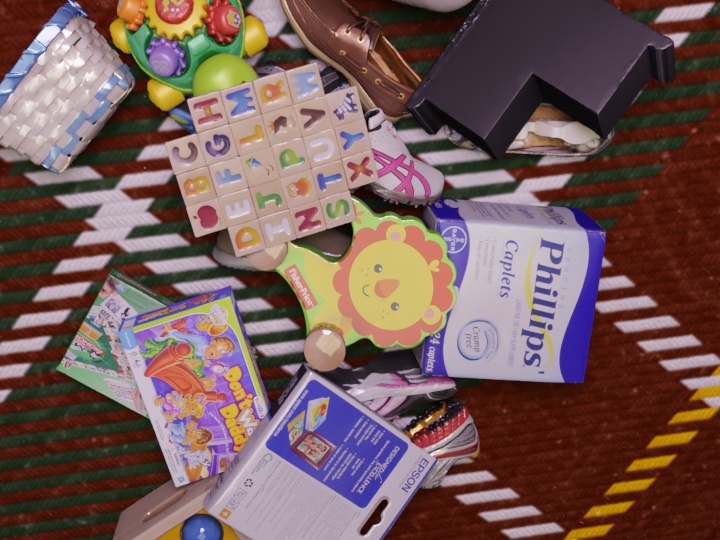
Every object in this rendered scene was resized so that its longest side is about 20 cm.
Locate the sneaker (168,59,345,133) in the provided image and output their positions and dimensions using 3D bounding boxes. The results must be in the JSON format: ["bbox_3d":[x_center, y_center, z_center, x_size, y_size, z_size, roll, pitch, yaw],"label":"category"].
[{"bbox_3d":[-0.112,-0.186,1.033,0.196,0.071,0.084,-6,84,-1],"label":"sneaker"}]

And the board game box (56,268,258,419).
[{"bbox_3d":[-0.240,0.106,1.113,0.198,0.029,0.136,31,101,-13],"label":"board game box"}]

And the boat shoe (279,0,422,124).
[{"bbox_3d":[-0.004,-0.248,1.006,0.200,0.072,0.067,46,142,-19],"label":"boat shoe"}]

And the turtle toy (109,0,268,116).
[{"bbox_3d":[-0.169,-0.235,0.959,0.145,0.101,0.201,-34,83,-3],"label":"turtle toy"}]

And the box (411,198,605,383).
[{"bbox_3d":[0.167,0.022,1.092,0.196,0.105,0.187,3,106,-7],"label":"box"}]

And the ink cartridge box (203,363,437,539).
[{"bbox_3d":[-0.044,0.241,1.081,0.199,0.047,0.199,37,90,-22],"label":"ink cartridge box"}]

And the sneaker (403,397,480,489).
[{"bbox_3d":[0.062,0.246,1.158,0.198,0.078,0.083,-32,108,4],"label":"sneaker"}]

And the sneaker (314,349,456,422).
[{"bbox_3d":[0.020,0.158,1.140,0.196,0.081,0.088,-7,118,5],"label":"sneaker"}]

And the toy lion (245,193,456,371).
[{"bbox_3d":[0.000,0.000,1.008,0.190,0.069,0.202,-30,99,6],"label":"toy lion"}]

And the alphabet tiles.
[{"bbox_3d":[-0.085,-0.108,0.936,0.197,0.006,0.169,-17,113,-6],"label":"alphabet tiles"}]

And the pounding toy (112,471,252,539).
[{"bbox_3d":[-0.203,0.367,1.130,0.198,0.142,0.185,-32,106,3],"label":"pounding toy"}]

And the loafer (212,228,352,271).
[{"bbox_3d":[-0.069,-0.033,1.067,0.196,0.075,0.071,5,109,-7],"label":"loafer"}]

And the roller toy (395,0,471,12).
[{"bbox_3d":[0.067,-0.355,0.921,0.138,0.200,0.185,23,89,27],"label":"roller toy"}]

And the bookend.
[{"bbox_3d":[0.188,-0.190,0.980,0.199,0.092,0.200,37,93,23],"label":"bookend"}]

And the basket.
[{"bbox_3d":[-0.346,-0.209,0.956,0.176,0.139,0.200,-45,113,6],"label":"basket"}]

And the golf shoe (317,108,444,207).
[{"bbox_3d":[0.025,-0.125,1.022,0.198,0.072,0.093,10,105,-41],"label":"golf shoe"}]

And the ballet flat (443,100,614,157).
[{"bbox_3d":[0.195,-0.164,1.062,0.197,0.072,0.073,2,106,-6],"label":"ballet flat"}]

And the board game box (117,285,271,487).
[{"bbox_3d":[-0.183,0.135,1.089,0.132,0.045,0.203,-17,106,-1],"label":"board game box"}]
